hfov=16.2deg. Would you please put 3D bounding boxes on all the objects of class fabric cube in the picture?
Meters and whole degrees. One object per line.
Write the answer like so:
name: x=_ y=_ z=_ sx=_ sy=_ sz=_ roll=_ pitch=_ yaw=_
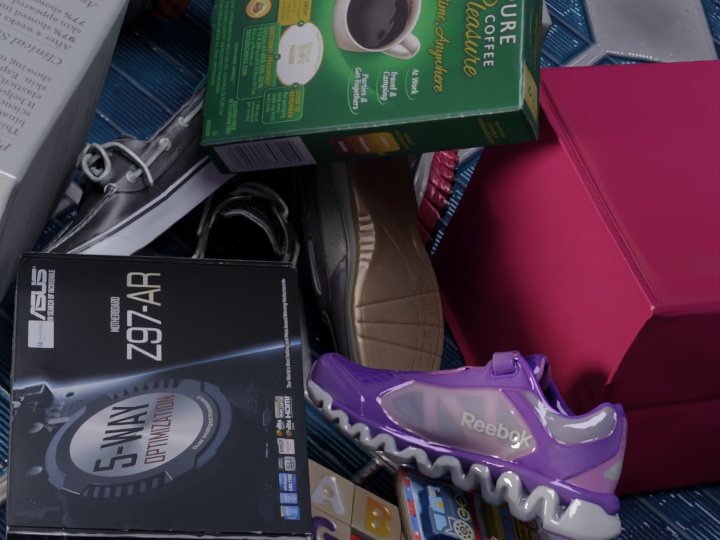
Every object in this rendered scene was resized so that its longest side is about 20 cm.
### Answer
fabric cube: x=0.188 y=0.003 z=1.542 sx=0.199 sy=0.200 sz=0.196 roll=-4 pitch=52 yaw=-26

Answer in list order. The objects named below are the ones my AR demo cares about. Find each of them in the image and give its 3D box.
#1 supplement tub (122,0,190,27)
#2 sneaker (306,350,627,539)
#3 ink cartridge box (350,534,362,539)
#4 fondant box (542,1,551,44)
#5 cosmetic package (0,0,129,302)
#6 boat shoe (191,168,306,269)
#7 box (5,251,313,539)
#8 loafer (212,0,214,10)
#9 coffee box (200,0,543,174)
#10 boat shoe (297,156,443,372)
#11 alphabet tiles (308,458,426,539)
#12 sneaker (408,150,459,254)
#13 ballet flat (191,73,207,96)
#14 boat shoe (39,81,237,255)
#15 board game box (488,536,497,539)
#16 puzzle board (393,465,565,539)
supplement tub: x=-0.209 y=-0.222 z=1.632 sx=0.200 sy=0.123 sz=0.123 roll=5 pitch=47 yaw=-19
sneaker: x=0.067 y=0.080 z=1.438 sx=0.200 sy=0.089 sz=0.080 roll=22 pitch=6 yaw=17
ink cartridge box: x=-0.066 y=0.151 z=1.403 sx=0.200 sy=0.044 sz=0.174 roll=34 pitch=46 yaw=9
fondant box: x=0.020 y=-0.213 z=1.773 sx=0.200 sy=0.058 sz=0.144 roll=6 pitch=47 yaw=-21
cosmetic package: x=-0.253 y=-0.087 z=1.455 sx=0.167 sy=0.166 sz=0.200 roll=24 pitch=43 yaw=-1
boat shoe: x=-0.066 y=-0.017 z=1.545 sx=0.071 sy=0.064 sz=0.200 roll=21 pitch=44 yaw=-4
box: x=-0.111 y=0.078 z=1.375 sx=0.160 sy=0.044 sz=0.200 roll=3 pitch=47 yaw=-7
loafer: x=-0.071 y=-0.168 z=1.617 sx=0.068 sy=0.070 sz=0.201 roll=23 pitch=33 yaw=-43
coffee box: x=0.008 y=-0.124 z=1.492 sx=0.200 sy=0.044 sz=0.123 roll=-7 pitch=60 yaw=17
boat shoe: x=0.000 y=0.000 z=1.545 sx=0.072 sy=0.065 sz=0.200 roll=2 pitch=73 yaw=-40
alphabet tiles: x=0.045 y=0.206 z=1.380 sx=0.200 sy=0.008 sz=0.167 roll=29 pitch=36 yaw=-20
sneaker: x=0.030 y=-0.096 z=1.651 sx=0.075 sy=0.081 sz=0.200 roll=18 pitch=45 yaw=-4
ballet flat: x=-0.021 y=-0.142 z=1.668 sx=0.200 sy=0.067 sz=0.068 roll=-35 pitch=61 yaw=-5
boat shoe: x=-0.138 y=-0.051 z=1.510 sx=0.199 sy=0.074 sz=0.068 roll=-39 pitch=99 yaw=-27
board game box: x=0.130 y=0.240 z=1.378 sx=0.200 sy=0.019 sz=0.103 roll=40 pitch=36 yaw=-6
puzzle board: x=0.098 y=0.206 z=1.413 sx=0.151 sy=0.017 sz=0.200 roll=18 pitch=42 yaw=-31
